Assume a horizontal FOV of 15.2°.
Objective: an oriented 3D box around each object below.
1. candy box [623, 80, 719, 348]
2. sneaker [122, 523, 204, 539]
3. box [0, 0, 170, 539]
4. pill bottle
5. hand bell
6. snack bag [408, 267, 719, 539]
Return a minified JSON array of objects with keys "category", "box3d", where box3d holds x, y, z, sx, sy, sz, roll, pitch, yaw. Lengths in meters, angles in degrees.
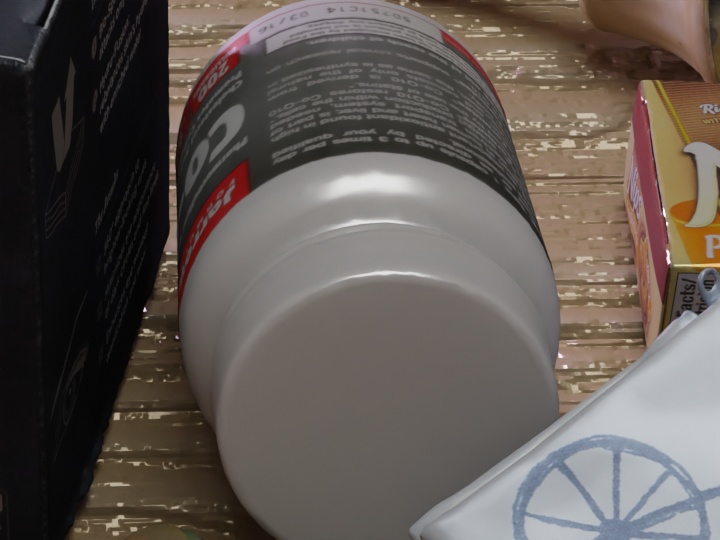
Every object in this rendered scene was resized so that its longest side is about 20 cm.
[{"category":"candy box","box3d":[0.199,-0.012,0.962,0.200,0.055,0.115,2,37,-2]},{"category":"sneaker","box3d":[0.015,0.134,0.741,0.090,0.067,0.200,-26,53,-25]},{"category":"box","box3d":[-0.133,-0.040,0.852,0.117,0.200,0.197,7,37,4]},{"category":"pill bottle","box3d":[0.000,0.000,0.841,0.114,0.114,0.200,0,25,-4]},{"category":"hand bell","box3d":[0.069,-0.128,1.102,0.200,0.104,0.104,8,35,28]},{"category":"snack bag","box3d":[0.145,0.077,0.713,0.200,0.021,0.189,-39,70,-8]}]
